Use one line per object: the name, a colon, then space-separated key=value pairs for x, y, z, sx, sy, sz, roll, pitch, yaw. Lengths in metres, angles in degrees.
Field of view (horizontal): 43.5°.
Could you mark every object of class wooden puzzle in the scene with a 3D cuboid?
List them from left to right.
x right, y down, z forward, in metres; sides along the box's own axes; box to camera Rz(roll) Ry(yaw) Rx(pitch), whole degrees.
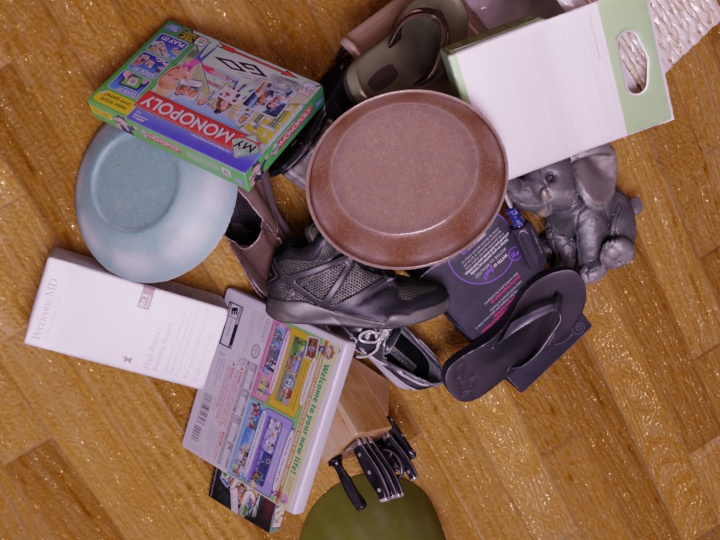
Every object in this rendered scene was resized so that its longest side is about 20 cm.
wooden puzzle: x=0.090 y=-0.219 z=0.989 sx=0.185 sy=0.037 sz=0.200 roll=49 pitch=53 yaw=-4

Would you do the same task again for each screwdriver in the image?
screwdriver: x=0.153 y=-0.080 z=0.973 sx=0.029 sy=0.028 sz=0.200 roll=-40 pitch=117 yaw=-11

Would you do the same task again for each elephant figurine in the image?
elephant figurine: x=0.242 y=-0.093 z=1.059 sx=0.141 sy=0.155 sz=0.200 roll=-25 pitch=115 yaw=18

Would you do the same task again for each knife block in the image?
knife block: x=-0.025 y=0.174 z=1.024 sx=0.200 sy=0.176 sz=0.064 roll=36 pitch=117 yaw=-18

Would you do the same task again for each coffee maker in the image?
coffee maker: x=0.031 y=-0.132 z=1.001 sx=0.200 sy=0.135 sz=0.192 roll=33 pitch=91 yaw=-19

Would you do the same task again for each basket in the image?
basket: x=0.246 y=-0.296 z=0.992 sx=0.161 sy=0.198 sz=0.200 roll=-43 pitch=107 yaw=-7

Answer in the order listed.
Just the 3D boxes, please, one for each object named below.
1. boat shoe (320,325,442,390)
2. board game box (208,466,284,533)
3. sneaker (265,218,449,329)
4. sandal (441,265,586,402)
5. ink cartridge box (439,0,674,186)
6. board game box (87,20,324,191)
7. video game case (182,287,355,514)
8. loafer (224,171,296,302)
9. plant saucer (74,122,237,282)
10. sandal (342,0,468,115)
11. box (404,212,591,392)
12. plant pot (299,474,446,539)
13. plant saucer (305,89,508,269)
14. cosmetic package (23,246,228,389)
boat shoe: x=0.020 y=0.077 z=1.065 sx=0.199 sy=0.068 sz=0.074 roll=46 pitch=66 yaw=-19
board game box: x=-0.115 y=0.191 z=1.049 sx=0.023 sy=0.105 sz=0.201 roll=1 pitch=106 yaw=-53
sneaker: x=0.000 y=0.000 z=0.964 sx=0.199 sy=0.076 sz=0.115 roll=4 pitch=109 yaw=0
sandal: x=0.182 y=0.079 z=1.019 sx=0.200 sy=0.043 sz=0.076 roll=-44 pitch=109 yaw=0
ink cartridge box: x=0.196 y=-0.185 z=0.900 sx=0.200 sy=0.048 sz=0.146 roll=-20 pitch=113 yaw=2
board game box: x=-0.155 y=-0.171 z=0.912 sx=0.200 sy=0.029 sz=0.135 roll=26 pitch=61 yaw=19
video game case: x=-0.108 y=0.142 z=1.014 sx=0.022 sy=0.182 sz=0.200 roll=7 pitch=102 yaw=-57
loafer: x=-0.121 y=-0.036 z=0.992 sx=0.073 sy=0.071 sz=0.200 roll=-9 pitch=121 yaw=24
plant saucer: x=-0.223 y=-0.089 z=0.934 sx=0.200 sy=0.039 sz=0.202 roll=-2 pitch=83 yaw=19
sandal: x=0.059 y=-0.225 z=0.913 sx=0.080 sy=0.057 sz=0.201 roll=44 pitch=54 yaw=-8
box: x=0.158 y=0.026 z=1.079 sx=0.122 sy=0.106 sz=0.200 roll=-43 pitch=108 yaw=-1
plant pot: x=0.036 y=0.368 z=1.070 sx=0.187 sy=0.200 sz=0.188 roll=-3 pitch=102 yaw=-13
plant saucer: x=0.045 y=-0.092 z=0.893 sx=0.200 sy=0.037 sz=0.201 roll=-3 pitch=126 yaw=-4
cosmetic package: x=-0.257 y=0.053 z=0.997 sx=0.200 sy=0.074 sz=0.102 roll=16 pitch=97 yaw=-18
